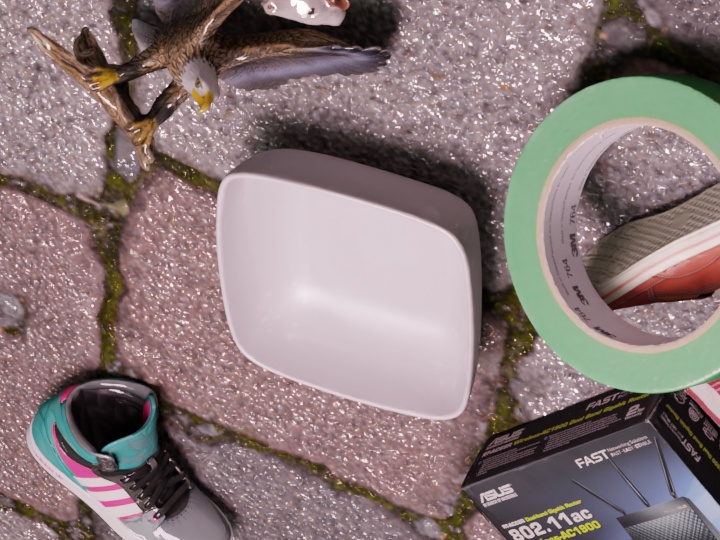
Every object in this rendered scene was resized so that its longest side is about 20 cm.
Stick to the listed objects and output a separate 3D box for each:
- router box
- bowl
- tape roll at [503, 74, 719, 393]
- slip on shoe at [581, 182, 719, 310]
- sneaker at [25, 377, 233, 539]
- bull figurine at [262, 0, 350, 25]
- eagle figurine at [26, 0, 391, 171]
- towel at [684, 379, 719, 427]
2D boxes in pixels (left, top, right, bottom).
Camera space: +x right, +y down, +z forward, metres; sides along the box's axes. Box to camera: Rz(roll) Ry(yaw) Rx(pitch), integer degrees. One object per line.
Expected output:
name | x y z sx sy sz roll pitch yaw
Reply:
router box | 0.195 0.169 1.721 0.200 0.062 0.150 -26 111 43
bowl | 0.000 0.000 1.673 0.199 0.075 0.200 15 135 18
tape roll | 0.188 -0.024 1.484 0.200 0.048 0.202 4 97 35
slip on shoe | 0.209 -0.003 1.552 0.199 0.074 0.061 -27 115 38
sneaker | -0.179 0.158 1.925 0.200 0.084 0.121 35 147 0
bull figurine | 0.005 -0.238 1.431 0.200 0.065 0.122 -34 109 20
eagle figurine | -0.094 -0.157 1.571 0.200 0.151 0.152 -34 154 15
towel | 0.336 0.090 1.596 0.144 0.023 0.200 45 138 -16
